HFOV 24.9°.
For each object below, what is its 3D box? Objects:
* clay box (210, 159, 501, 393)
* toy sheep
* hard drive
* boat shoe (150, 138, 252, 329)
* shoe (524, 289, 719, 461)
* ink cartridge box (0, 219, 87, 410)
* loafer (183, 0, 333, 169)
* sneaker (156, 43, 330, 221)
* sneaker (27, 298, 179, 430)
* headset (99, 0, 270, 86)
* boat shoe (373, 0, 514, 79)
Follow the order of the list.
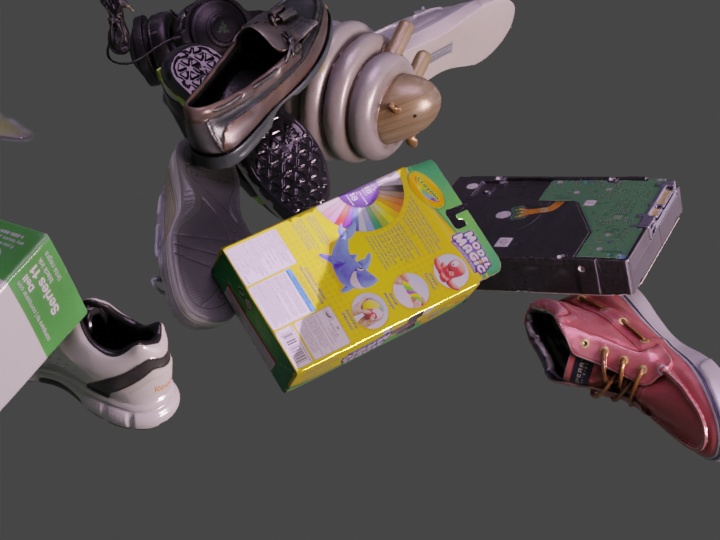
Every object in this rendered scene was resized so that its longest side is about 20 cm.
[{"bbox_3d":[0.000,0.000,1.255,0.200,0.048,0.115,-25,74,-27],"label":"clay box"},{"bbox_3d":[-0.020,-0.163,1.448,0.200,0.138,0.138,14,36,30],"label":"toy sheep"},{"bbox_3d":[0.148,-0.030,1.330,0.200,0.038,0.140,1,31,28],"label":"hard drive"},{"bbox_3d":[-0.132,-0.022,1.306,0.074,0.065,0.202,15,39,-25],"label":"boat shoe"},{"bbox_3d":[0.202,0.081,1.233,0.091,0.072,0.200,-9,36,-20],"label":"shoe"},{"bbox_3d":[-0.307,0.053,1.090,0.146,0.083,0.200,16,52,30],"label":"ink cartridge box"},{"bbox_3d":[-0.083,-0.171,1.347,0.072,0.063,0.200,10,53,28],"label":"loafer"},{"bbox_3d":[-0.102,-0.113,1.412,0.072,0.083,0.200,-35,80,-27],"label":"sneaker"},{"bbox_3d":[-0.220,0.043,1.183,0.200,0.080,0.074,17,40,13],"label":"sneaker"},{"bbox_3d":[-0.163,-0.223,1.483,0.123,0.094,0.200,-10,6,33],"label":"headset"},{"bbox_3d":[0.069,-0.230,1.607,0.200,0.072,0.068,-34,55,-30],"label":"boat shoe"}]
